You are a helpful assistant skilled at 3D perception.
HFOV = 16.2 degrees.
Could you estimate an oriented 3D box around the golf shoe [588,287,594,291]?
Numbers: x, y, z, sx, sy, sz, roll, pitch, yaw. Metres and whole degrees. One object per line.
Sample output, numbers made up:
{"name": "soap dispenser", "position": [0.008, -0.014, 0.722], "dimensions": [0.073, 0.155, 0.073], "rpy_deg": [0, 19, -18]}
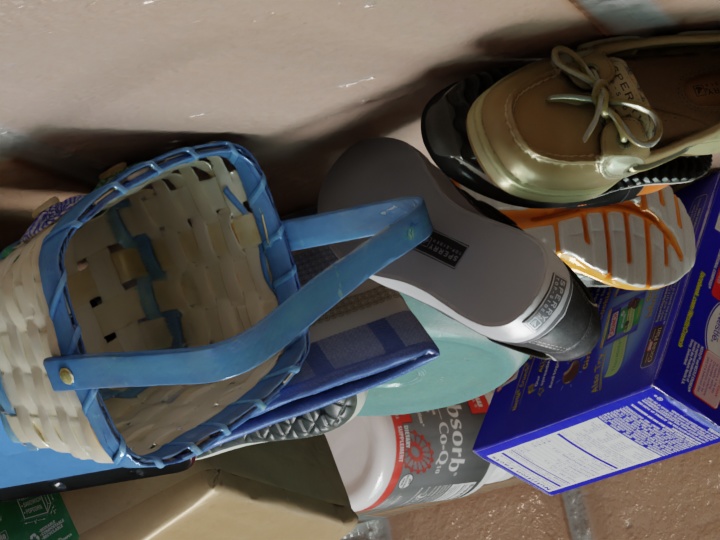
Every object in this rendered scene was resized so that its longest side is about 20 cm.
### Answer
{"name": "golf shoe", "position": [0.093, -0.008, 1.597], "dimensions": [0.088, 0.077, 0.200], "rpy_deg": [-37, 165, 28]}

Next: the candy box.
{"name": "candy box", "position": [0.179, 0.046, 1.667], "dimensions": [0.077, 0.169, 0.200], "rpy_deg": [34, 150, -21]}

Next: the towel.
{"name": "towel", "position": [-0.054, 0.029, 1.364], "dimensions": [0.147, 0.024, 0.200], "rpy_deg": [-20, -152, -11]}

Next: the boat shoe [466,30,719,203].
{"name": "boat shoe", "position": [0.136, -0.085, 1.229], "dimensions": [0.200, 0.073, 0.063], "rpy_deg": [-18, 169, -38]}

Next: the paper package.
{"name": "paper package", "position": [-0.135, 0.155, 1.558], "dimensions": [0.200, 0.104, 0.191], "rpy_deg": [-35, 154, 17]}

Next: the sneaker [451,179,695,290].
{"name": "sneaker", "position": [0.109, -0.022, 1.507], "dimensions": [0.199, 0.079, 0.077], "rpy_deg": [4, 163, -25]}

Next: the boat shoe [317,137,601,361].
{"name": "boat shoe", "position": [0.052, -0.007, 1.269], "dimensions": [0.066, 0.070, 0.200], "rpy_deg": [36, 175, -38]}

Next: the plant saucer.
{"name": "plant saucer", "position": [0.017, 0.048, 1.503], "dimensions": [0.199, 0.036, 0.200], "rpy_deg": [-3, 159, -1]}

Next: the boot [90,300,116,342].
{"name": "boot", "position": [-0.169, 0.030, 1.484], "dimensions": [0.164, 0.066, 0.200], "rpy_deg": [-18, 164, 17]}

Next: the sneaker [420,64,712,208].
{"name": "sneaker", "position": [0.090, -0.057, 1.296], "dimensions": [0.200, 0.070, 0.090], "rpy_deg": [-3, 166, -45]}

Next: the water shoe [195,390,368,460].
{"name": "water shoe", "position": [-0.077, 0.058, 1.426], "dimensions": [0.199, 0.072, 0.079], "rpy_deg": [-3, -145, 26]}

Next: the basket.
{"name": "basket", "position": [-0.084, 0.016, 1.217], "dimensions": [0.200, 0.139, 0.176], "rpy_deg": [-4, -161, 36]}

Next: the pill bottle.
{"name": "pill bottle", "position": [0.048, 0.140, 2.151], "dimensions": [0.200, 0.116, 0.116], "rpy_deg": [-3, 165, -46]}

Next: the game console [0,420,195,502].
{"name": "game console", "position": [-0.223, 0.098, 1.365], "dimensions": [0.200, 0.119, 0.172], "rpy_deg": [-13, -167, 32]}
